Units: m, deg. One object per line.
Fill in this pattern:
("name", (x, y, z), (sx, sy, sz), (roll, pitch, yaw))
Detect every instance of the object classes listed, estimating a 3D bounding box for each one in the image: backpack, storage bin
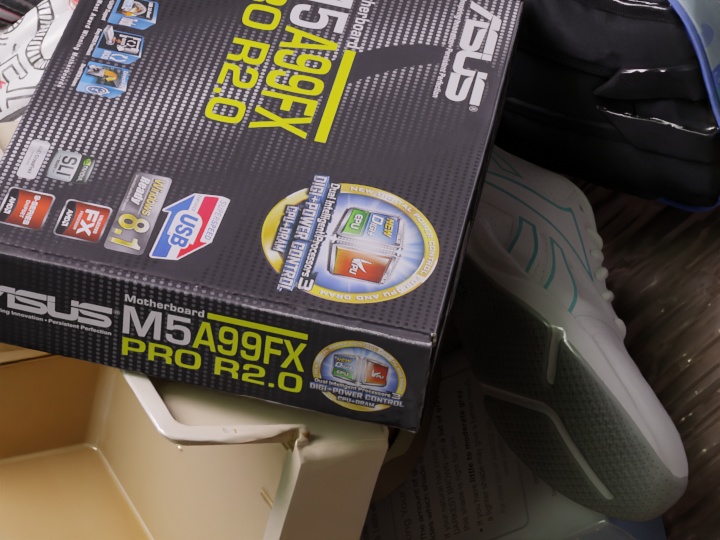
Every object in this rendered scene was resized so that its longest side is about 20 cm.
("backpack", (0.095, -0.133, 1.051), (0.200, 0.183, 0.147), (28, 66, 35))
("storage bin", (-0.087, 0.070, 0.988), (0.199, 0.093, 0.200), (54, 141, 38))

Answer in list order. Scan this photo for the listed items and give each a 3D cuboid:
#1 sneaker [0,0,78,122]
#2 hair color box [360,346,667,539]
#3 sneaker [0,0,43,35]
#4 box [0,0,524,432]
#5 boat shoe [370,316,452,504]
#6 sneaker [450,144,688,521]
("sneaker", (-0.068, -0.085, 1.074), (0.201, 0.067, 0.108), (-24, 61, 16))
("hair color box", (0.019, 0.102, 1.065), (0.200, 0.061, 0.099), (-24, 55, 23))
("sneaker", (-0.202, -0.144, 1.295), (0.199, 0.088, 0.074), (-10, 28, 10))
("box", (-0.036, -0.041, 0.927), (0.160, 0.044, 0.200), (12, 42, 5))
("boat shoe", (0.000, 0.000, 1.062), (0.072, 0.068, 0.200), (-24, 36, 24))
("sneaker", (0.068, 0.005, 0.997), (0.200, 0.080, 0.071), (52, 143, 21))
